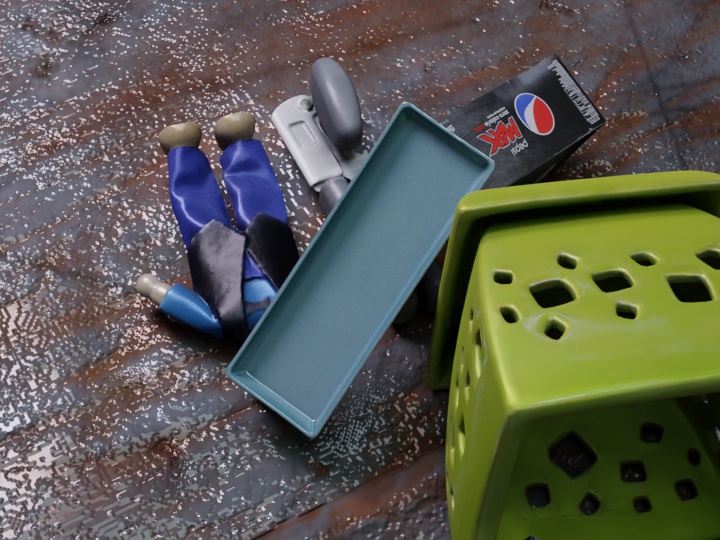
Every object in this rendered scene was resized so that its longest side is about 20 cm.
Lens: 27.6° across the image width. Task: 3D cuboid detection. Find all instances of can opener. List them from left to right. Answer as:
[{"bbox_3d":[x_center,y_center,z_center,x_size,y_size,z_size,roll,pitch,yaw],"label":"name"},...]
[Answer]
[{"bbox_3d":[-0.002,-0.055,1.006,0.052,0.067,0.201,-18,63,-20],"label":"can opener"}]

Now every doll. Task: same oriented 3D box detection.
[{"bbox_3d":[-0.082,-0.007,0.967,0.135,0.049,0.202,-12,63,-16],"label":"doll"}]

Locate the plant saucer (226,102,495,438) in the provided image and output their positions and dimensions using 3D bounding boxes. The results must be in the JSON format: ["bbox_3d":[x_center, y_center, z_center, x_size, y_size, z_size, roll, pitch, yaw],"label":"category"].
[{"bbox_3d":[0.000,0.000,0.890,0.070,0.019,0.201,34,96,8],"label":"plant saucer"}]

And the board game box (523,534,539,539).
[{"bbox_3d":[0.105,0.266,0.748,0.200,0.057,0.165,45,51,5],"label":"board game box"}]

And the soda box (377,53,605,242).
[{"bbox_3d":[0.079,-0.074,0.984,0.199,0.071,0.064,-32,81,-43],"label":"soda box"}]

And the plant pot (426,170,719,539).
[{"bbox_3d":[0.142,0.056,0.863,0.198,0.200,0.183,-6,49,-10],"label":"plant pot"}]
